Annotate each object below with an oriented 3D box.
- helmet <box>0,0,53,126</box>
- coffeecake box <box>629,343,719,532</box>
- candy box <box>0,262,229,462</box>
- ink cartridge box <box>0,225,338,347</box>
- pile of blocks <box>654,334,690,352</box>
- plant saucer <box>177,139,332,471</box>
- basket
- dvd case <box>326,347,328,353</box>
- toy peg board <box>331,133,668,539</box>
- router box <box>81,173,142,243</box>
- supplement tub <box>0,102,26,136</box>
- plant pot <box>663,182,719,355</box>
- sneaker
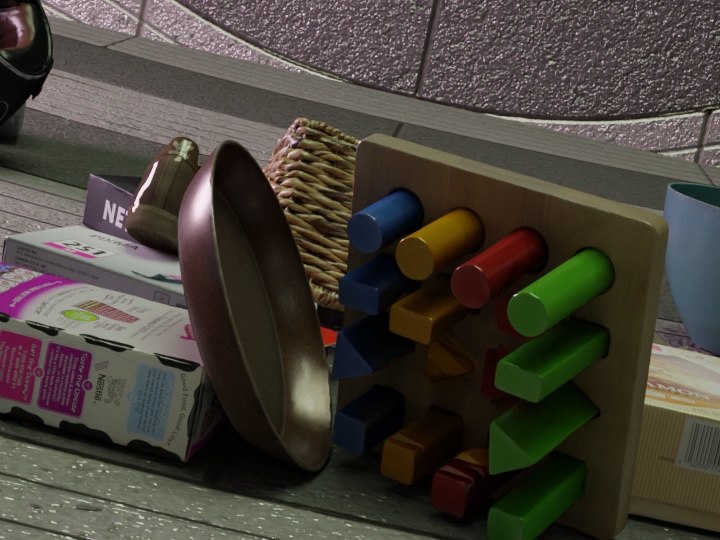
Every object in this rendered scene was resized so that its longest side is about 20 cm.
[{"bbox_3d":[-0.417,-0.217,1.951,0.190,0.202,0.200,-24,-4,23],"label":"helmet"},{"bbox_3d":[0.175,0.098,1.325,0.152,0.074,0.200,11,10,0],"label":"coffeecake box"},{"bbox_3d":[-0.175,0.049,1.209,0.198,0.062,0.136,13,10,8],"label":"candy box"},{"bbox_3d":[-0.119,0.014,1.378,0.198,0.044,0.173,17,14,23],"label":"ink cartridge box"},{"bbox_3d":[0.211,0.092,1.482,0.198,0.083,0.062,20,-34,-12],"label":"pile of blocks"},{"bbox_3d":[-0.064,0.024,1.188,0.034,0.202,0.200,-15,6,11],"label":"plant saucer"},{"bbox_3d":[0.000,0.000,1.573,0.198,0.150,0.143,21,-28,-12],"label":"basket"},{"bbox_3d":[-0.139,0.042,1.389,0.198,0.025,0.150,16,12,19],"label":"dvd case"},{"bbox_3d":[0.056,0.049,1.154,0.198,0.202,0.098,18,27,28],"label":"toy peg board"},{"bbox_3d":[-0.126,-0.033,1.712,0.148,0.052,0.199,2,15,-36],"label":"router box"},{"bbox_3d":[-0.444,-0.216,2.103,0.198,0.124,0.123,10,11,-11],"label":"supplement tub"},{"bbox_3d":[0.360,0.010,1.822,0.198,0.136,0.200,12,10,-2],"label":"plant pot"},{"bbox_3d":[-0.114,-0.034,1.448,0.070,0.076,0.200,19,-11,9],"label":"sneaker"}]
